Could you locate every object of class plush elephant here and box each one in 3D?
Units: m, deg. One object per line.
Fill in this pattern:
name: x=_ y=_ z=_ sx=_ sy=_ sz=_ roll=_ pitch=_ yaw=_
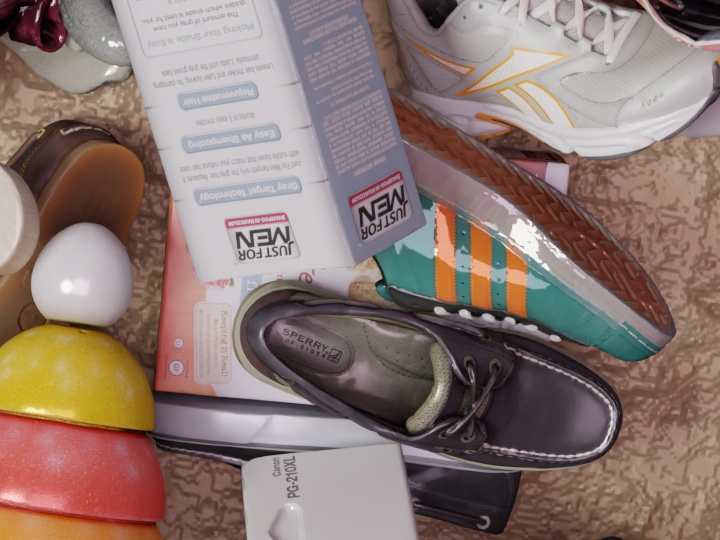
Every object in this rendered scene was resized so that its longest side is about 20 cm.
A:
plush elephant: x=-0.159 y=-0.140 z=1.286 sx=0.154 sy=0.201 sz=0.165 roll=9 pitch=126 yaw=-9

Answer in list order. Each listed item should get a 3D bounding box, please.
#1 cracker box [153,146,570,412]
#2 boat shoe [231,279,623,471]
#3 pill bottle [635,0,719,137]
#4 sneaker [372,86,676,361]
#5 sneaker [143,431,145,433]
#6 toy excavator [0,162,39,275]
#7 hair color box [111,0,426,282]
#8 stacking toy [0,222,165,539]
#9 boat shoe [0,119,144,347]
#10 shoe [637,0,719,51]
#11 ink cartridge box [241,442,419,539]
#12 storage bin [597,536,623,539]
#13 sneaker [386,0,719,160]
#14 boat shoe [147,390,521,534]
cracker box: x=0.000 y=0.000 z=1.364 sx=0.199 sy=0.058 sz=0.135 roll=5 pitch=98 yaw=-4
boat shoe: x=0.034 y=0.056 z=1.312 sx=0.199 sy=0.065 sz=0.072 roll=19 pitch=97 yaw=-7
pill bottle: x=0.181 y=-0.175 z=1.322 sx=0.112 sy=0.112 sz=0.201 roll=-16 pitch=98 yaw=0
sneaker: x=0.056 y=-0.008 z=1.305 sx=0.199 sy=0.071 sz=0.080 roll=35 pitch=114 yaw=-4
sneaker: x=-0.145 y=0.135 z=1.368 sx=0.086 sy=0.074 sz=0.201 roll=-10 pitch=98 yaw=0
toy excavator: x=-0.247 y=0.049 z=1.261 sx=0.193 sy=0.100 sz=0.201 roll=-2 pitch=87 yaw=6
hair color box: x=-0.050 y=-0.101 z=1.231 sx=0.099 sy=0.061 sz=0.201 roll=-6 pitch=106 yaw=41
stacking toy: x=-0.143 y=0.077 z=1.283 sx=0.145 sy=0.146 sz=0.201 roll=8 pitch=85 yaw=-3
boat shoe: x=-0.180 y=0.015 z=1.347 sx=0.070 sy=0.070 sz=0.200 roll=39 pitch=83 yaw=-38
shoe: x=0.134 y=-0.155 z=1.232 sx=0.199 sy=0.091 sz=0.072 roll=21 pitch=114 yaw=21
ink cartridge box: x=-0.003 y=0.206 z=1.318 sx=0.084 sy=0.145 sz=0.201 roll=-8 pitch=119 yaw=-2
storage bin: x=0.134 y=0.226 z=1.361 sx=0.145 sy=0.134 sz=0.201 roll=-18 pitch=99 yaw=0
sneaker: x=0.087 y=-0.111 z=1.286 sx=0.076 sy=0.199 sz=0.092 roll=-49 pitch=126 yaw=-35
boat shoe: x=-0.014 y=0.097 z=1.372 sx=0.199 sy=0.069 sz=0.057 roll=7 pitch=98 yaw=-5
